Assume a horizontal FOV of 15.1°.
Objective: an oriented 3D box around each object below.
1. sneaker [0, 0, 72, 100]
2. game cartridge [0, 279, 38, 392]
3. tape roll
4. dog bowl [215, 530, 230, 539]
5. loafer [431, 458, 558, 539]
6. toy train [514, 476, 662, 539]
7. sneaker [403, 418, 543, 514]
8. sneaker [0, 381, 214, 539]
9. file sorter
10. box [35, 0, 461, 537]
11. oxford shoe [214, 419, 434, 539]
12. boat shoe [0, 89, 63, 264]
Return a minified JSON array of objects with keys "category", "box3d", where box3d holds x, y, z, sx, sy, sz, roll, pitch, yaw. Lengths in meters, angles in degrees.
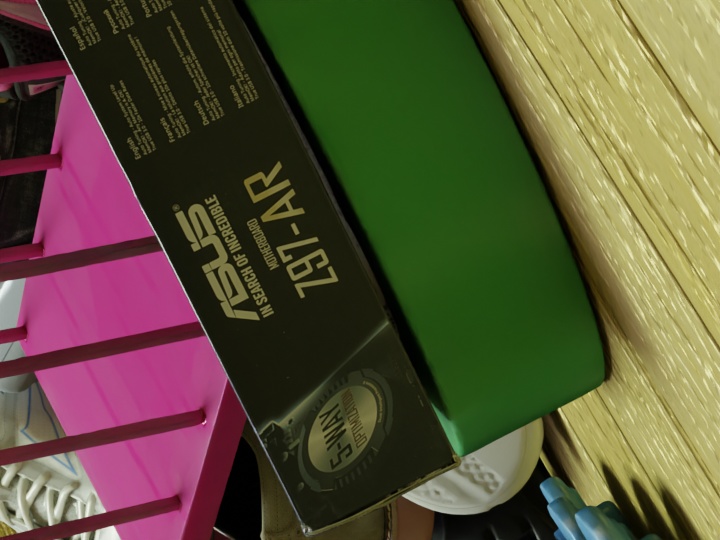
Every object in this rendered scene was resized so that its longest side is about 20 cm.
[{"category":"sneaker","box3d":[-0.103,-0.098,0.974,0.200,0.086,0.080,23,-168,-45]},{"category":"game cartridge","box3d":[-0.099,-0.048,1.157,0.041,0.133,0.200,27,-145,-2]},{"category":"tape roll","box3d":[0.001,-0.046,0.760,0.200,0.048,0.200,63,177,6]},{"category":"dog bowl","box3d":[-0.043,0.057,1.132,0.200,0.074,0.200,19,113,54]},{"category":"loafer","box3d":[0.047,0.095,1.011,0.070,0.068,0.201,54,-166,-76]},{"category":"toy train","box3d":[0.069,0.130,0.806,0.114,0.087,0.200,55,179,-1]},{"category":"sneaker","box3d":[0.000,0.000,0.962,0.200,0.077,0.082,50,-166,16]},{"category":"sneaker","box3d":[-0.134,0.089,1.133,0.200,0.087,0.075,38,125,44]},{"category":"file sorter","box3d":[-0.122,0.013,0.909,0.139,0.125,0.200,58,147,34]},{"category":"box","box3d":[-0.046,-0.040,0.724,0.200,0.044,0.160,64,177,-10]},{"category":"oxford shoe","box3d":[-0.052,0.046,1.006,0.200,0.074,0.071,40,134,49]},{"category":"boat shoe","box3d":[-0.150,-0.097,1.014,0.071,0.091,0.200,-5,88,54]}]
